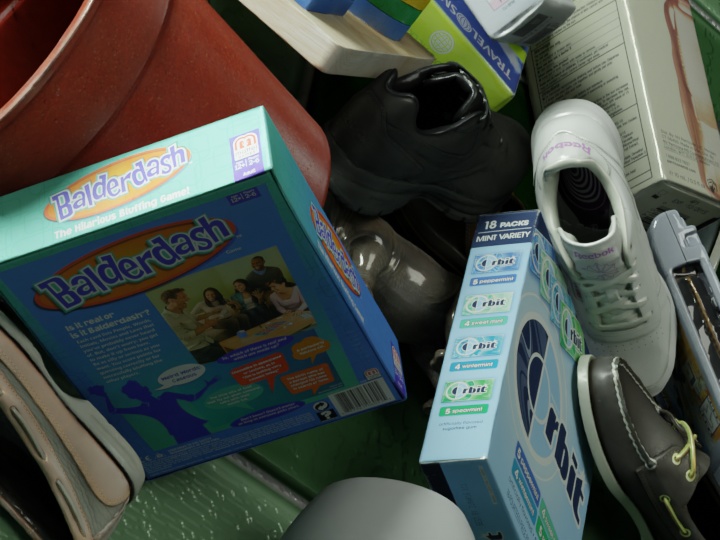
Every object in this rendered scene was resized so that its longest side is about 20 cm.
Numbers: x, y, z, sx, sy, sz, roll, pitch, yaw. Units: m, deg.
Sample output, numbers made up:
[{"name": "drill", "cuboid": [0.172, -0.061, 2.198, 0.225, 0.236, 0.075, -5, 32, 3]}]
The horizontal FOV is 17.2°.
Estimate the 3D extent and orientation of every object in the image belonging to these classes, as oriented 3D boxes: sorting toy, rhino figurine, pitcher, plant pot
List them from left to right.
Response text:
[{"name": "plant pot", "cuboid": [-0.130, -0.074, 1.242, 0.195, 0.200, 0.202, 40, 41, -34]}, {"name": "sorting toy", "cuboid": [-0.044, -0.203, 1.404, 0.200, 0.070, 0.199, 41, 14, 11]}, {"name": "pitcher", "cuboid": [-0.023, 0.206, 1.236, 0.171, 0.121, 0.201, 23, 60, -17]}, {"name": "rhino figurine", "cuboid": [0.000, 0.000, 1.429, 0.200, 0.060, 0.088, 40, 36, -19]}]

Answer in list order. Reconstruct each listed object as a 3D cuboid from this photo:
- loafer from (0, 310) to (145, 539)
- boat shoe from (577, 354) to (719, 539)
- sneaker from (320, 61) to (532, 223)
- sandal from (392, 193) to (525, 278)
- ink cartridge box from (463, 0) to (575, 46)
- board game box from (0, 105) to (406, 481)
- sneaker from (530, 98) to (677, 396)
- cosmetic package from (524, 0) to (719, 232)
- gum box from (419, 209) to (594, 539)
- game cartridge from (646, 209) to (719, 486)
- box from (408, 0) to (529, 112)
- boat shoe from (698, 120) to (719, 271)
[{"name": "loafer", "cuboid": [-0.188, 0.066, 1.173, 0.200, 0.072, 0.063, 44, 47, -22]}, {"name": "boat shoe", "cuboid": [0.194, 0.128, 1.507, 0.202, 0.060, 0.072, 61, 29, -32]}, {"name": "sneaker", "cuboid": [0.054, -0.082, 1.446, 0.076, 0.091, 0.199, 52, 29, 19]}, {"name": "sandal", "cuboid": [0.083, -0.020, 1.537, 0.201, 0.054, 0.082, 56, 38, -4]}, {"name": "ink cartridge box", "cuboid": [0.058, -0.236, 1.518, 0.200, 0.057, 0.162, 52, 12, 4]}, {"name": "board game box", "cuboid": [-0.080, 0.017, 1.191, 0.200, 0.151, 0.045, 61, 15, -49]}, {"name": "sneaker", "cuboid": [0.146, -0.001, 1.492, 0.100, 0.074, 0.201, -75, 146, -66]}, {"name": "cosmetic package", "cuboid": [0.184, -0.119, 1.678, 0.087, 0.103, 0.202, 18, 55, -42]}, {"name": "gum box", "cuboid": [0.095, 0.095, 1.425, 0.201, 0.044, 0.171, -75, 151, -44]}, {"name": "game cartridge", "cuboid": [0.227, 0.074, 1.581, 0.041, 0.133, 0.201, -16, 71, -14]}, {"name": "box", "cuboid": [0.060, -0.181, 1.601, 0.122, 0.048, 0.200, 46, 29, -16]}, {"name": "boat shoe", "cuboid": [0.236, -0.038, 1.726, 0.061, 0.073, 0.201, 19, 48, 3]}]
